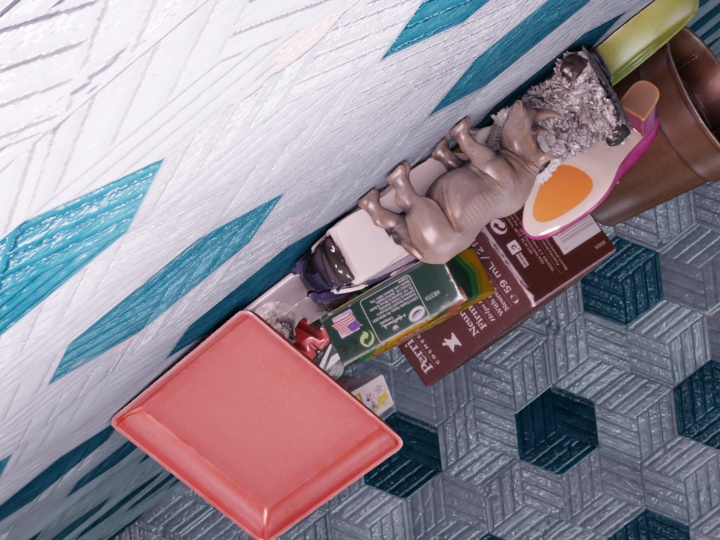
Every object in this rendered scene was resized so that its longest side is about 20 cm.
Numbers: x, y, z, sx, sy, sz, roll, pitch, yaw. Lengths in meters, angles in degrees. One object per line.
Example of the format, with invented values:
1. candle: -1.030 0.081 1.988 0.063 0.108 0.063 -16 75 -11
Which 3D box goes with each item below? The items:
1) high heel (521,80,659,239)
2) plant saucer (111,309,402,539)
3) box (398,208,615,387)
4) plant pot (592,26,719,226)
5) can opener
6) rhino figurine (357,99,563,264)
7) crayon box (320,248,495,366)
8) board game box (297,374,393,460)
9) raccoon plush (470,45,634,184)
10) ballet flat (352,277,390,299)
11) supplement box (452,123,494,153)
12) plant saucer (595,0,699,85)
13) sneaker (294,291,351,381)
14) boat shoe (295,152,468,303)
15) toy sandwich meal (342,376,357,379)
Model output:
1. high heel: 0.220 -0.092 1.612 0.201 0.067 0.096 -54 164 -18
2. plant saucer: -0.094 0.138 1.529 0.200 0.199 0.037 -39 -159 29
3. box: 0.125 -0.014 1.766 0.164 0.167 0.200 -30 171 -44
4. plant pot: 0.349 -0.166 2.034 0.197 0.201 0.200 -30 180 29
5. can opener: -0.037 0.004 1.527 0.199 0.054 0.067 -38 -153 -5
6. rhino figurine: 0.098 -0.079 1.410 0.199 0.088 0.060 -36 176 -23
7. crayon box: 0.051 0.030 1.529 0.126 0.051 0.200 -30 175 14
8. board game box: -0.079 0.155 1.690 0.134 0.035 0.199 -27 -171 -39
9. raccoon plush: 0.178 -0.132 1.551 0.133 0.097 0.200 -31 178 16
10. ballet flat: 0.000 0.000 1.667 0.069 0.070 0.200 -35 177 -29
11. supplement box: 0.120 -0.095 1.587 0.200 0.069 0.067 -37 175 -39
12. plant saucer: 0.279 -0.229 1.728 0.199 0.031 0.200 -38 176 -3
13. sneaker: -0.068 0.099 1.621 0.201 0.071 0.098 -50 141 -13
14. boat shoe: 0.029 -0.037 1.463 0.199 0.075 0.093 -26 176 -34
15. toy sandwich meal: -0.082 0.188 1.846 0.204 0.071 0.205 -30 -163 10
